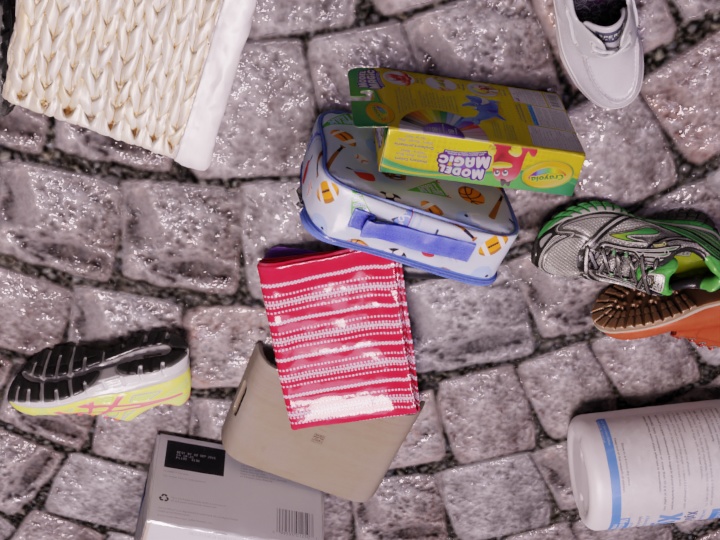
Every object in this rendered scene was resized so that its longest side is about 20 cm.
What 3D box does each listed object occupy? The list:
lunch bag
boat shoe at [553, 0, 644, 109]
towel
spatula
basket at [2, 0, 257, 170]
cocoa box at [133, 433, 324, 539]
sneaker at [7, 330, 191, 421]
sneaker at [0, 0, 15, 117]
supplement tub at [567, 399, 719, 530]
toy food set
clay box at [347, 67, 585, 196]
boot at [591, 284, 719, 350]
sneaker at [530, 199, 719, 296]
[{"bbox_3d":[0.036,-0.063,0.891,0.199,0.161,0.076,14,123,-15],"label":"lunch bag"},{"bbox_3d":[0.204,-0.217,0.850,0.072,0.069,0.201,-14,125,6],"label":"boat shoe"},{"bbox_3d":[-0.019,0.070,1.020,0.144,0.023,0.201,-8,114,4],"label":"towel"},{"bbox_3d":[0.000,0.000,1.018,0.199,0.021,0.057,-2,118,-4],"label":"spatula"},{"bbox_3d":[-0.152,-0.217,0.747,0.160,0.199,0.201,15,124,-10],"label":"basket"},{"bbox_3d":[-0.153,0.292,1.145,0.199,0.134,0.132,13,125,-13],"label":"cocoa box"},{"bbox_3d":[-0.271,0.129,1.057,0.199,0.078,0.091,-8,133,4],"label":"sneaker"},{"bbox_3d":[-0.317,-0.222,0.812,0.079,0.074,0.201,0,120,7],"label":"sneaker"},{"bbox_3d":[0.344,0.218,1.134,0.199,0.132,0.133,-6,126,1],"label":"supplement tub"},{"bbox_3d":[-0.045,0.169,1.121,0.199,0.061,0.144,21,122,-8],"label":"toy food set"},{"bbox_3d":[0.086,-0.124,0.878,0.199,0.115,0.048,6,126,-8],"label":"clay box"},{"bbox_3d":[0.344,0.050,1.053,0.199,0.075,0.108,-13,130,4],"label":"boot"},{"bbox_3d":[0.267,-0.018,0.987,0.199,0.085,0.078,-1,126,-3],"label":"sneaker"}]
